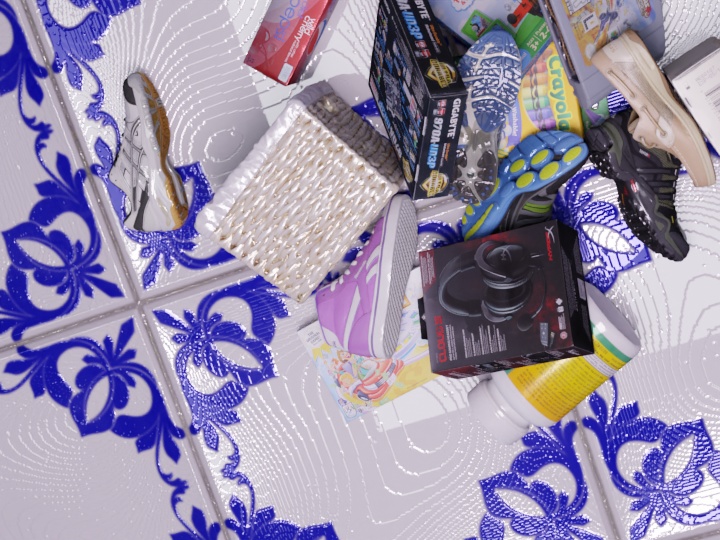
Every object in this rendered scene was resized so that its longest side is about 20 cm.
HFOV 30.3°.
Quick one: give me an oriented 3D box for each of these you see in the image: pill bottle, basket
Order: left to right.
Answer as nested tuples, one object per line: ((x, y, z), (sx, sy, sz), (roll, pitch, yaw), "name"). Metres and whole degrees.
((-0.062, -0.092, 1.564), (0.161, 0.198, 0.200), (40, 106, -2), "basket")
((0.228, 0.116, 1.598), (0.200, 0.113, 0.113), (-43, 92, 16), "pill bottle")

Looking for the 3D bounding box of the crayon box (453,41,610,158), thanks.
((0.190, -0.202, 1.568), (0.199, 0.052, 0.127), (-8, 100, 12), "crayon box")

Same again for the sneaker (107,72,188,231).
((-0.280, -0.143, 1.656), (0.087, 0.076, 0.201), (-9, 100, 12), "sneaker")

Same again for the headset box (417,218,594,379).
((0.159, 0.038, 1.545), (0.199, 0.077, 0.150), (-12, 74, 27), "headset box")

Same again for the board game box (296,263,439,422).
((0.038, 0.087, 1.667), (0.199, 0.034, 0.135), (-29, 95, 15), "board game box")

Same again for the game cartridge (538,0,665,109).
((0.269, -0.297, 1.482), (0.133, 0.042, 0.201), (-33, 122, -7), "game cartridge")

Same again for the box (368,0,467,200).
((0.060, -0.205, 1.490), (0.046, 0.201, 0.159), (-8, 141, -13), "box")

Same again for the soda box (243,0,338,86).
((-0.064, -0.323, 1.579), (0.063, 0.070, 0.201), (29, 106, 4), "soda box")

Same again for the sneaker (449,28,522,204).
((0.133, -0.182, 1.506), (0.077, 0.085, 0.201), (13, 117, 1), "sneaker")

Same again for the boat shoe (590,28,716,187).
((0.328, -0.171, 1.484), (0.064, 0.071, 0.201), (-33, 100, 10), "boat shoe")

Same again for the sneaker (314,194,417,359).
((0.000, 0.000, 1.615), (0.114, 0.073, 0.202), (9, 82, 27), "sneaker")

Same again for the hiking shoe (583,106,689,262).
((0.347, -0.103, 1.545), (0.100, 0.076, 0.200), (-37, 111, -7), "hiking shoe")

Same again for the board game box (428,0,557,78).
((0.149, -0.334, 1.525), (0.200, 0.037, 0.152), (40, 94, 11), "board game box")

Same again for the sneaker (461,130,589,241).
((0.200, -0.093, 1.563), (0.082, 0.071, 0.200), (11, 137, -34), "sneaker")

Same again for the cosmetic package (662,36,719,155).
((0.391, -0.193, 1.456), (0.073, 0.200, 0.104), (-33, 96, 16), "cosmetic package")
